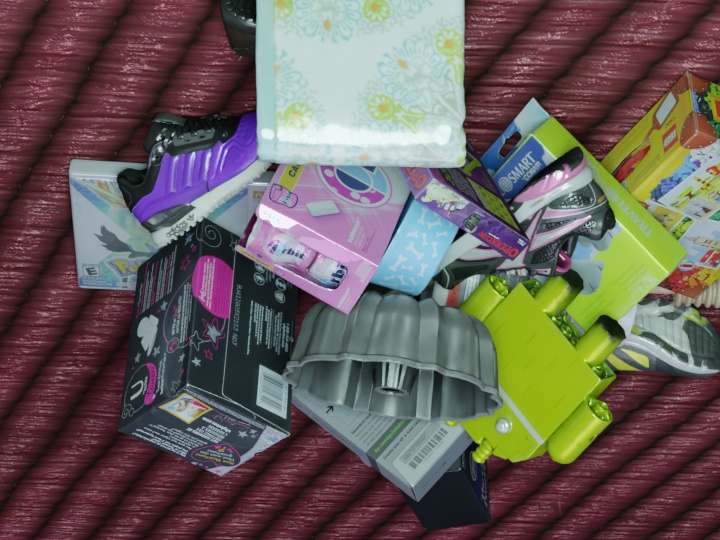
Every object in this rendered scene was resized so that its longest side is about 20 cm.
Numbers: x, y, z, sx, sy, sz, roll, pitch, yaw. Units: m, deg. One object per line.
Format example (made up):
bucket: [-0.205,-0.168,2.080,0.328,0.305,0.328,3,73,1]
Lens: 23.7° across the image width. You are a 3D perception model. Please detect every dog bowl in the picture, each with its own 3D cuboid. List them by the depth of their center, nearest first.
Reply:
dog bowl: [0.055,-0.043,1.552,0.049,0.200,0.112,29,109,-3]

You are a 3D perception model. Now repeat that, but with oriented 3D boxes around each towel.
towel: [0.000,-0.184,1.387,0.170,0.201,0.048,1,173,0]

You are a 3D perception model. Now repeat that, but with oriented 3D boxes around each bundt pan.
bundt pan: [0.033,0.074,1.543,0.201,0.076,0.202,8,161,3]

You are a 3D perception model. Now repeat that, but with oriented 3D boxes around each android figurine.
android figurine: [0.153,0.095,1.589,0.041,0.182,0.200,-6,144,-53]

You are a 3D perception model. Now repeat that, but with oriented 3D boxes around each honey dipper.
honey dipper: [0.268,0.015,1.758,0.199,0.038,0.038,3,142,4]

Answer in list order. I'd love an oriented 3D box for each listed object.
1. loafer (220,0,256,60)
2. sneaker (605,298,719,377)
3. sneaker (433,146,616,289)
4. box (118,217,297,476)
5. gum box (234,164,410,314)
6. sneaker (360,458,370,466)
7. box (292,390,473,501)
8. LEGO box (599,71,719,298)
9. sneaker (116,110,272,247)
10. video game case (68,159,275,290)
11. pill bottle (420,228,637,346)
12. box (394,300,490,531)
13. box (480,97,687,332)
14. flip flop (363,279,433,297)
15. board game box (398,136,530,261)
loafer: [-0.023,-0.198,1.468,0.199,0.073,0.071,14,147,-4]
sneaker: [0.285,0.071,1.806,0.199,0.075,0.085,18,146,-7]
sneaker: [0.145,-0.023,1.538,0.086,0.080,0.200,52,135,-3]
box: [-0.145,0.076,1.673,0.132,0.201,0.115,29,135,-32]
gum box: [-0.024,-0.061,1.503,0.113,0.200,0.066,28,129,-4]
sneaker: [0.011,0.150,1.911,0.080,0.072,0.200,-17,144,16]
box: [0.032,0.111,1.707,0.200,0.156,0.041,35,161,27]
LEGO box: [0.309,-0.075,1.602,0.148,0.077,0.200,18,139,-21]
sneaker: [-0.147,-0.111,1.575,0.200,0.070,0.100,-36,102,21]
video game case: [-0.185,-0.038,1.706,0.199,0.022,0.183,4,142,-3]
pill bottle: [0.165,0.015,1.685,0.199,0.116,0.116,8,142,-5]
box: [0.080,0.149,1.783,0.079,0.201,0.141,-11,148,15]
box: [0.189,-0.046,1.578,0.200,0.048,0.122,46,135,5]
flip flop: [0.000,0.000,1.656,0.081,0.200,0.058,-25,110,-18]
board game box: [0.068,-0.096,1.488,0.032,0.200,0.120,-44,124,15]
